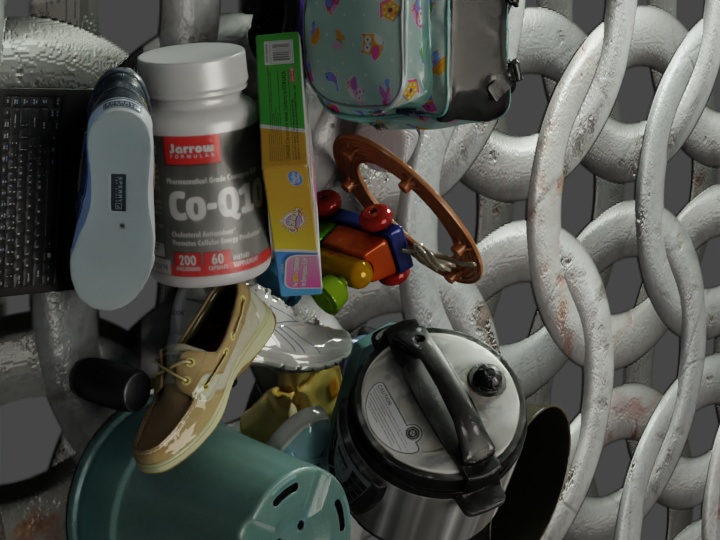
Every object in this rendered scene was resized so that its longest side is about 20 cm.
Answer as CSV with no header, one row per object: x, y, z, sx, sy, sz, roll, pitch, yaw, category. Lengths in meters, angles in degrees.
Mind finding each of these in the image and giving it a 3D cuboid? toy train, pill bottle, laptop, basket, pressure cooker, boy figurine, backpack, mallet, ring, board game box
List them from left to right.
-0.259,-0.058,1.373,0.200,0.103,0.178,-6,103,-50,laptop
-0.188,0.102,1.558,0.200,0.066,0.041,1,99,-66,mallet
-0.142,-0.095,1.497,0.114,0.114,0.201,-23,116,-46,pill bottle
-0.064,-0.093,1.535,0.200,0.040,0.153,86,0,-55,board game box
-0.042,0.118,1.710,0.200,0.064,0.125,-26,127,-47,boy figurine
0.000,0.000,1.629,0.116,0.200,0.085,-43,131,-30,toy train
0.031,-0.212,1.517,0.153,0.200,0.176,-5,94,-33,backpack
0.042,-0.056,1.670,0.019,0.200,0.201,-46,132,-16,ring
0.066,0.151,1.590,0.200,0.176,0.179,103,11,-56,pressure cooker
0.098,0.205,1.788,0.136,0.200,0.181,49,61,-49,basket

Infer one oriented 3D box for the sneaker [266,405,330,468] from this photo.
-0.059,0.223,1.639,0.074,0.082,0.200,-16,138,-43,sneaker

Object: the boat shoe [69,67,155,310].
-0.204,-0.069,1.427,0.071,0.091,0.201,6,121,-9,boat shoe

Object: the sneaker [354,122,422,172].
0.048,-0.206,1.702,0.115,0.075,0.200,-58,164,-52,sneaker

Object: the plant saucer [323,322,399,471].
-0.004,0.136,1.695,0.070,0.019,0.200,-27,144,-43,plant saucer

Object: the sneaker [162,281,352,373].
-0.091,0.054,1.603,0.200,0.074,0.087,6,85,-35,sneaker

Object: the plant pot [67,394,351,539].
-0.128,0.230,1.528,0.200,0.196,0.201,-16,111,-47,plant pot

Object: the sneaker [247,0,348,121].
-0.060,-0.217,1.614,0.099,0.069,0.200,-41,124,-29,sneaker

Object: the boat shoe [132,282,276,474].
-0.149,0.088,1.484,0.066,0.074,0.200,57,47,-34,boat shoe
